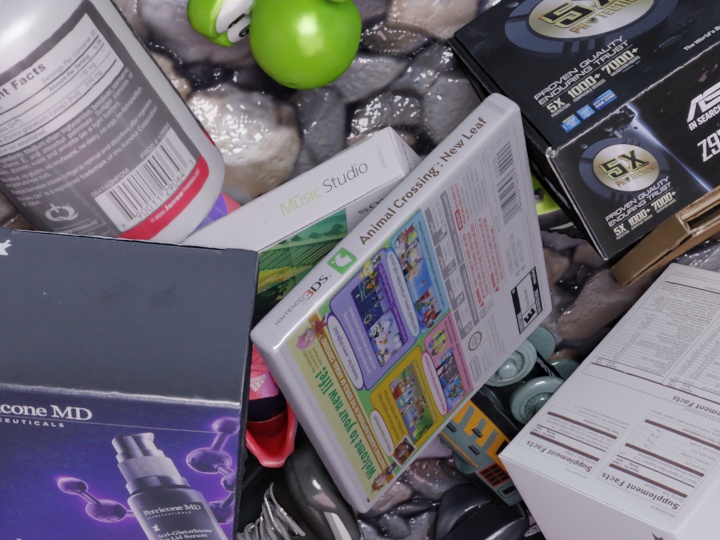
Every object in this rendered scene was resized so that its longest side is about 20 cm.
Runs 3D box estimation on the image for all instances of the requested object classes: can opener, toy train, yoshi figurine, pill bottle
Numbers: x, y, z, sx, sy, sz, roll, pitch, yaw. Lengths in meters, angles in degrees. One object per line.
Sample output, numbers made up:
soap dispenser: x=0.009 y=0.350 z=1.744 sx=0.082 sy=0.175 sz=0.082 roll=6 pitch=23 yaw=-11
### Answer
can opener: x=0.142 y=0.175 z=0.913 sx=0.200 sy=0.079 sz=0.064 roll=-32 pitch=127 yaw=-9
toy train: x=0.097 y=0.091 z=0.832 sx=0.114 sy=0.085 sz=0.200 roll=-33 pitch=126 yaw=17
yoshi figurine: x=0.003 y=-0.171 z=0.612 sx=0.200 sy=0.112 sz=0.112 roll=-37 pitch=132 yaw=12
pill bottle: x=-0.166 y=-0.099 z=0.599 sx=0.110 sy=0.111 sz=0.200 roll=-31 pitch=126 yaw=4

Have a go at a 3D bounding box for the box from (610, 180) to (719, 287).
box: x=0.250 y=-0.051 z=0.732 sx=0.163 sy=0.021 sz=0.200 roll=-31 pitch=171 yaw=-3

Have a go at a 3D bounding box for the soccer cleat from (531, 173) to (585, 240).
soccer cleat: x=0.144 y=-0.047 z=0.767 sx=0.199 sy=0.068 sz=0.081 roll=-12 pitch=138 yaw=-11

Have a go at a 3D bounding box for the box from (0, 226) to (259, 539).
box: x=-0.134 y=0.085 z=0.617 sx=0.147 sy=0.105 sz=0.200 roll=4 pitch=136 yaw=-3

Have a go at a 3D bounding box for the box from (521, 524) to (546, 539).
box: x=0.089 y=0.299 z=0.982 sx=0.199 sy=0.049 sz=0.162 roll=-21 pitch=128 yaw=-2

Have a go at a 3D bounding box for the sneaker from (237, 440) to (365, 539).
sneaker: x=-0.058 y=0.184 z=0.771 sx=0.115 sy=0.075 sz=0.200 roll=-21 pitch=152 yaw=-6

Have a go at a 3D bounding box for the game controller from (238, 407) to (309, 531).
game controller: x=-0.049 y=0.159 z=0.859 sx=0.200 sy=0.042 sz=0.104 roll=-48 pitch=138 yaw=16

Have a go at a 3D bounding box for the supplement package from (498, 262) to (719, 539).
supplement package: x=0.231 y=0.125 z=0.770 sx=0.200 sy=0.150 sz=0.152 roll=-44 pitch=123 yaw=-21

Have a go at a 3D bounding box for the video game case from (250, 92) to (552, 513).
video game case: x=0.035 y=0.027 z=0.640 sx=0.182 sy=0.022 sz=0.200 roll=-45 pitch=147 yaw=-16

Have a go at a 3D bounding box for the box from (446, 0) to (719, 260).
box: x=0.174 y=-0.128 z=0.659 sx=0.200 sy=0.164 sz=0.086 roll=-33 pitch=126 yaw=6

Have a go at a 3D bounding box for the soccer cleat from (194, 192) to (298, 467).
soccer cleat: x=-0.077 y=0.039 z=0.739 sx=0.066 sy=0.077 sz=0.201 roll=-17 pitch=127 yaw=-8

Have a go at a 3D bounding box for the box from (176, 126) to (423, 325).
box: x=0.000 y=0.000 z=0.686 sx=0.144 sy=0.036 sz=0.200 roll=-27 pitch=150 yaw=16
